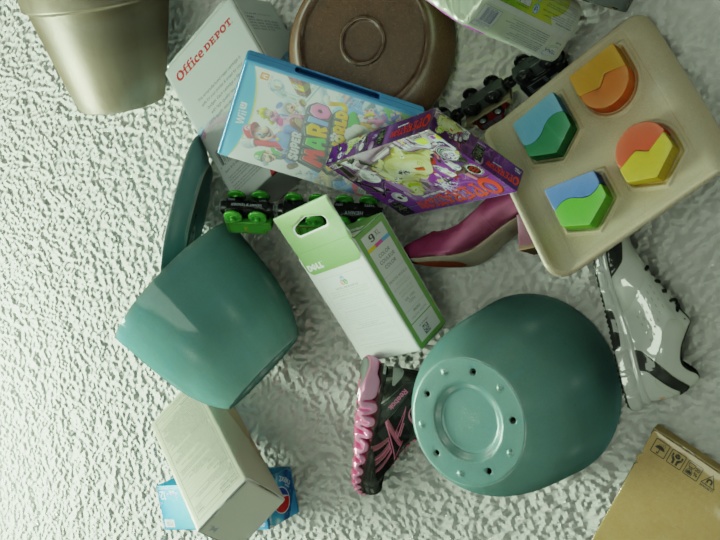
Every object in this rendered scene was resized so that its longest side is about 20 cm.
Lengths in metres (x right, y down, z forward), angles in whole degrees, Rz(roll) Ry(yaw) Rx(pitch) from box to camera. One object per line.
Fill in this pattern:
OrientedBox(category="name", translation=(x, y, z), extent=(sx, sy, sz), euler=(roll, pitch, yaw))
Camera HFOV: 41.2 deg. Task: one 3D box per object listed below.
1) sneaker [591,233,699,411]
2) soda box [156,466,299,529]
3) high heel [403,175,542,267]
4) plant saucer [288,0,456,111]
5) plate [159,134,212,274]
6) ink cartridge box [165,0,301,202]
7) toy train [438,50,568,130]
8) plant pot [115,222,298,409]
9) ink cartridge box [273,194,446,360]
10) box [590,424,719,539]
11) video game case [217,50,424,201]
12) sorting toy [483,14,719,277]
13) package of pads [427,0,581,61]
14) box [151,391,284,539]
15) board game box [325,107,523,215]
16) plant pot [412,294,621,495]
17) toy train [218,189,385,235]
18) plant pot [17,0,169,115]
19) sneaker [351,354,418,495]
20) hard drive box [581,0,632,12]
OrientedBox(category="sneaker", translation=(0.276, 0.031, 0.940), extent=(0.079, 0.074, 0.204), euler=(-15, 93, 19))
OrientedBox(category="soda box", translation=(-0.181, 0.308, 1.293), extent=(0.197, 0.067, 0.065), euler=(-10, 92, 35))
OrientedBox(category="high heel", translation=(0.127, -0.059, 1.034), extent=(0.197, 0.067, 0.098), euler=(-8, 77, 33))
OrientedBox(category="plant saucer", translation=(0.007, -0.249, 1.057), extent=(0.196, 0.034, 0.205), euler=(0, 90, 17))
OrientedBox(category="plate", translation=(-0.213, -0.068, 1.200), extent=(0.025, 0.201, 0.204), euler=(13, 108, -3))
OrientedBox(category="ink cartridge box", translation=(-0.128, -0.204, 1.163), extent=(0.145, 0.082, 0.202), euler=(-37, 77, 33))
OrientedBox(category="toy train", translation=(0.133, -0.174, 1.013), extent=(0.198, 0.046, 0.035), euler=(-30, 43, 32))
OrientedBox(category="plant pot", translation=(-0.172, 0.069, 1.178), extent=(0.161, 0.200, 0.201), euler=(44, 120, 4))
OrientedBox(category="ink cartridge box", translation=(0.000, 0.000, 1.068), extent=(0.103, 0.059, 0.202), euler=(-17, 110, 49))
OrientedBox(category="box", translation=(0.342, 0.277, 0.952), extent=(0.199, 0.021, 0.166), euler=(34, 115, 26))
OrientedBox(category="video game case", translation=(-0.046, -0.152, 1.049), extent=(0.197, 0.018, 0.144), euler=(16, 140, -12))
OrientedBox(category="sorting toy", translation=(0.226, -0.121, 0.914), extent=(0.199, 0.036, 0.187), euler=(-35, 60, 24))
OrientedBox(category="package of pads", translation=(0.103, -0.285, 0.931), extent=(0.200, 0.153, 0.069), euler=(48, 117, 36))
OrientedBox(category="box", translation=(-0.184, 0.241, 1.216), extent=(0.095, 0.078, 0.200), euler=(-44, 43, 5))
OrientedBox(category="board game box", translation=(0.060, -0.106, 0.991), extent=(0.199, 0.119, 0.033), euler=(-9, 60, 59))
OrientedBox(category="plant pot", translation=(0.144, 0.136, 0.980), extent=(0.198, 0.160, 0.205), euler=(6, 100, 34))
OrientedBox(category="toy train", translation=(-0.068, -0.063, 1.124), extent=(0.196, 0.057, 0.042), euler=(3, 61, 7))
OrientedBox(category="plant pot", translation=(-0.328, -0.301, 1.238), extent=(0.197, 0.199, 0.177), euler=(9, 118, 33))
OrientedBox(category="sneaker", translation=(0.037, 0.188, 1.113), extent=(0.093, 0.080, 0.203), euler=(4, 128, -2))
OrientedBox(category="hard drive box", translation=(0.164, -0.329, 0.897), extent=(0.199, 0.155, 0.078), euler=(40, 117, 24))
